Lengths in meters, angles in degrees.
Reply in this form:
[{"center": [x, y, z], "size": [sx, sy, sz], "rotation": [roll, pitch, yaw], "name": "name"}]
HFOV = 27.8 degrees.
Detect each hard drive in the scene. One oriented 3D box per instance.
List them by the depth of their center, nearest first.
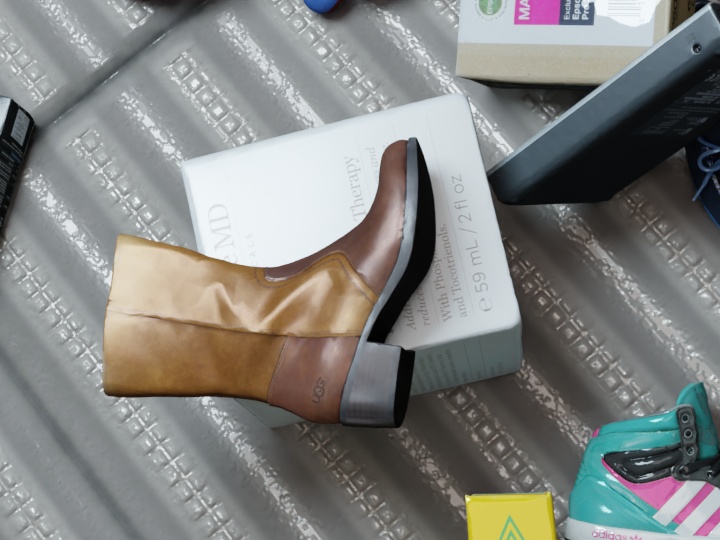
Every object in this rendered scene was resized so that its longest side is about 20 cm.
[{"center": [0.198, -0.107, 0.991], "size": [0.200, 0.139, 0.033], "rotation": [-37, 70, 36], "name": "hard drive"}]

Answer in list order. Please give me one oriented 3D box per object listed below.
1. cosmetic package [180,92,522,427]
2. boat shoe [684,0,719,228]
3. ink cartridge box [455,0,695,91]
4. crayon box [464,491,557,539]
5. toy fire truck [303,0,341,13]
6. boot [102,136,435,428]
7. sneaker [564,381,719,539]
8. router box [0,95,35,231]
[{"center": [0.000, 0.000, 1.019], "size": [0.199, 0.166, 0.168], "rotation": [-14, 75, 3], "name": "cosmetic package"}, {"center": [0.267, -0.104, 1.068], "size": [0.084, 0.069, 0.201], "rotation": [-24, 75, -1], "name": "boat shoe"}, {"center": [0.160, -0.233, 1.059], "size": [0.164, 0.075, 0.201], "rotation": [5, 94, 26], "name": "ink cartridge box"}, {"center": [0.102, 0.238, 0.931], "size": [0.058, 0.200, 0.174], "rotation": [-6, 75, 4], "name": "crayon box"}, {"center": [-0.022, -0.297, 1.137], "size": [0.200, 0.112, 0.168], "rotation": [37, 106, 14], "name": "toy fire truck"}, {"center": [-0.058, -0.001, 0.920], "size": [0.199, 0.068, 0.189], "rotation": [7, 86, 15], "name": "boot"}, {"center": [0.245, 0.139, 1.007], "size": [0.199, 0.084, 0.122], "rotation": [4, 86, 8], "name": "sneaker"}, {"center": [-0.371, -0.075, 1.126], "size": [0.199, 0.062, 0.151], "rotation": [12, 79, 8], "name": "router box"}]
